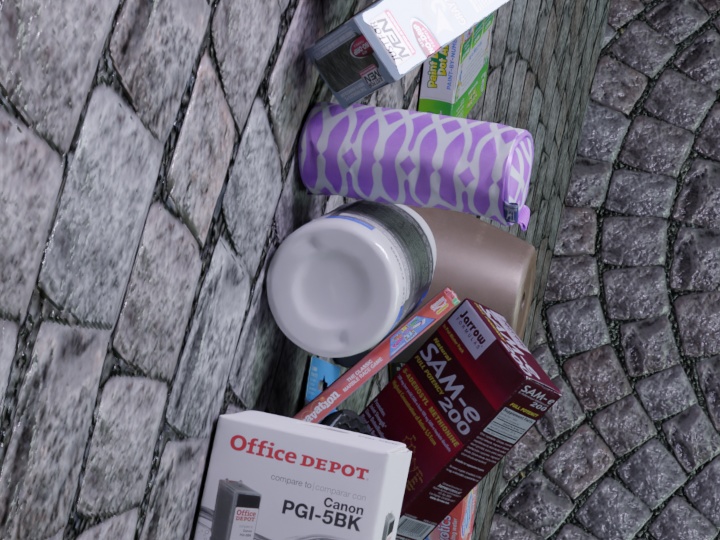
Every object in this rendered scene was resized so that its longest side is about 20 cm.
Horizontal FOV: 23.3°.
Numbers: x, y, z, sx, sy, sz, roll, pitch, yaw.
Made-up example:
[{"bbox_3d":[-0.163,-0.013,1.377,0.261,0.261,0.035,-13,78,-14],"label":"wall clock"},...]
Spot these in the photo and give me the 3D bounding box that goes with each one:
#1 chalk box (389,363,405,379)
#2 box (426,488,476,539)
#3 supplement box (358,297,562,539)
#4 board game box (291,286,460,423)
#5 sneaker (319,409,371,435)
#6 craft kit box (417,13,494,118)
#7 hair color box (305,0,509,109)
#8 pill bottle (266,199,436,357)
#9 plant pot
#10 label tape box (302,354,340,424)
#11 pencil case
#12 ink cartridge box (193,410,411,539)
[{"bbox_3d":[0.107,0.074,2.037,0.201,0.124,0.124,89,17,-51],"label":"chalk box"},{"bbox_3d":[0.091,0.295,2.228,0.095,0.102,0.201,-64,162,-50],"label":"box"},{"bbox_3d":[0.068,0.135,1.517,0.200,0.109,0.061,-48,139,14],"label":"supplement box"},{"bbox_3d":[0.004,0.084,1.490,0.200,0.019,0.103,-40,179,2],"label":"board game box"},{"bbox_3d":[-0.058,0.212,1.504,0.070,0.090,0.201,27,75,-42],"label":"sneaker"},{"bbox_3d":[0.113,-0.269,1.942,0.200,0.048,0.199,-54,150,-63],"label":"craft kit box"},{"bbox_3d":[0.062,-0.212,1.386,0.200,0.061,0.099,-38,-172,-25],"label":"hair color box"},{"bbox_3d":[0.000,0.000,1.482,0.200,0.113,0.115,-34,134,-73],"label":"pill bottle"},{"bbox_3d":[0.081,0.012,1.733,0.200,0.173,0.202,10,90,-79],"label":"plant pot"},{"bbox_3d":[-0.026,0.191,1.661,0.144,0.063,0.201,38,65,-78],"label":"label tape box"},{"bbox_3d":[0.047,-0.086,1.428,0.086,0.199,0.084,80,30,-47],"label":"pencil case"},{"bbox_3d":[-0.054,0.221,1.356,0.083,0.146,0.201,16,84,-76],"label":"ink cartridge box"}]
